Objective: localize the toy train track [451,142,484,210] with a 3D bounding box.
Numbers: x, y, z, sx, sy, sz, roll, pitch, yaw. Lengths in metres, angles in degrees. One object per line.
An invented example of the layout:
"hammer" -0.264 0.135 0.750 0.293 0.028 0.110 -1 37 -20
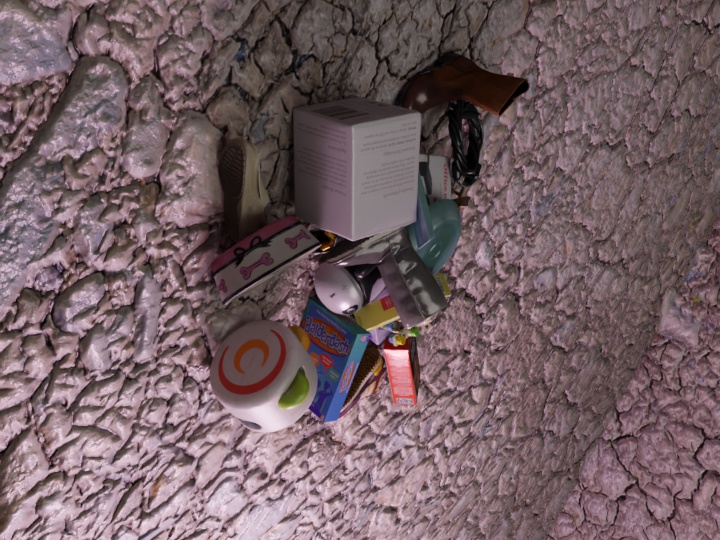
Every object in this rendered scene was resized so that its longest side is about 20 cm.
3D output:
"toy train track" 0.221 -0.193 1.853 0.032 0.115 0.202 23 85 -13

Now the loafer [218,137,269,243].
"loafer" -0.192 -0.138 1.413 0.068 0.076 0.202 -28 144 -35

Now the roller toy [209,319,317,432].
"roller toy" -0.178 0.199 1.580 0.180 0.202 0.140 -19 141 9

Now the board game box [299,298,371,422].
"board game box" -0.075 0.180 1.707 0.045 0.151 0.202 3 113 -49

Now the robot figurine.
"robot figurine" 0.001 0.002 1.685 0.199 0.124 0.151 -39 140 -23

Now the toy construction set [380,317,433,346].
"toy construction set" 0.119 0.091 1.815 0.199 0.091 0.133 2 94 -65

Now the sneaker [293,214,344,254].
"sneaker" -0.065 -0.067 1.597 0.199 0.082 0.079 -20 130 -41

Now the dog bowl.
"dog bowl" -0.168 -0.023 1.442 0.199 0.074 0.200 -32 -179 0

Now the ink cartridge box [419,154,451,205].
"ink cartridge box" 0.092 -0.157 1.671 0.199 0.083 0.147 -4 94 -48

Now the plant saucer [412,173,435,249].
"plant saucer" 0.099 -0.144 1.534 0.019 0.203 0.070 -11 171 -15

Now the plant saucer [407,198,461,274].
"plant saucer" 0.137 -0.046 1.664 0.199 0.036 0.201 -36 149 -26

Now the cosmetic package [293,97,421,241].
"cosmetic package" -0.008 -0.183 1.482 0.164 0.164 0.203 -19 120 -38

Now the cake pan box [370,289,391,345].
"cake pan box" 0.082 0.042 1.855 0.200 0.052 0.185 -41 149 -20

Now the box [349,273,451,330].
"box" 0.079 0.068 1.691 0.198 0.051 0.075 -25 172 24

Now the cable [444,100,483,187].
"cable" 0.213 -0.278 1.749 0.164 0.050 0.201 67 31 -30

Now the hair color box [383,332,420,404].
"hair color box" 0.099 0.212 1.968 0.201 0.060 0.102 79 16 -44

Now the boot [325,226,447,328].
"boot" 0.050 0.018 1.575 0.180 0.073 0.202 -23 113 0

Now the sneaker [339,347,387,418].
"sneaker" -0.008 0.275 1.917 0.200 0.075 0.090 -47 137 -12

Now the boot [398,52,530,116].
"boot" 0.193 -0.325 1.604 0.188 0.199 0.069 -39 140 -23
